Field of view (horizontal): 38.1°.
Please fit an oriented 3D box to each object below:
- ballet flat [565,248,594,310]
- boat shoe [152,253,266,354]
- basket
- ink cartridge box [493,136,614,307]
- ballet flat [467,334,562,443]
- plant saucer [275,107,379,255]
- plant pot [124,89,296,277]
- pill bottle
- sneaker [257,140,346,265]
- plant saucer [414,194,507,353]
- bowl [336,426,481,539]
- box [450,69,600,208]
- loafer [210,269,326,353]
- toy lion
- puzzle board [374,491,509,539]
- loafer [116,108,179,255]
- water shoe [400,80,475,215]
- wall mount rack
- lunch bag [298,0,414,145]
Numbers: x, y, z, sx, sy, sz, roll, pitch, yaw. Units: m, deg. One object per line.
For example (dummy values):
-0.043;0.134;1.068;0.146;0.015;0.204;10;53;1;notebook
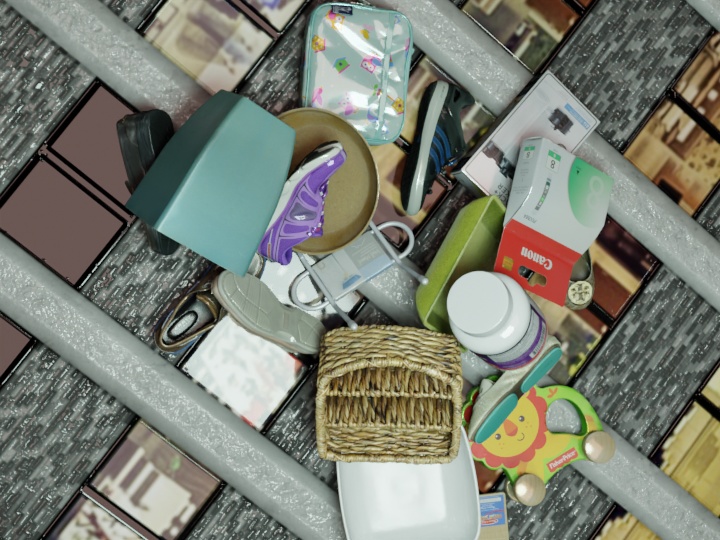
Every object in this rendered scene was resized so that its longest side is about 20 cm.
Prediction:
0.316;-0.040;1.560;0.067;0.046;0.202;-6;92;-12;ballet flat
-0.204;0.043;1.451;0.072;0.072;0.200;43;84;-9;boat shoe
0.040;0.168;1.414;0.198;0.143;0.150;3;57;3;basket
0.274;-0.066;1.472;0.160;0.050;0.201;22;75;-36;ink cartridge box
0.212;0.166;1.517;0.200;0.068;0.062;-44;57;-14;ballet flat
-0.062;-0.123;1.432;0.199;0.035;0.202;5;103;20;plant saucer
-0.180;-0.123;1.359;0.141;0.141;0.201;31;89;-32;plant pot
0.183;0.066;1.417;0.111;0.200;0.112;-6;73;20;pill bottle
-0.071;-0.089;1.395;0.083;0.081;0.200;35;121;-5;sneaker
0.150;0.002;1.482;0.048;0.200;0.201;28;86;28;plant saucer
0.065;0.314;1.498;0.198;0.075;0.202;-8;83;-7;bowl
0.242;-0.180;1.535;0.117;0.060;0.200;43;84;-9;box
-0.134;0.067;1.435;0.200;0.063;0.072;34;50;-35;loafer
0.251;0.235;1.554;0.199;0.069;0.193;-28;89;-9;toy lion
0.124;0.414;1.550;0.198;0.017;0.152;-6;92;-8;puzzle board
-0.290;-0.120;1.443;0.072;0.073;0.202;1;100;28;loafer
0.115;-0.172;1.506;0.078;0.071;0.202;14;90;-13;water shoe
0.000;0.000;1.459;0.199;0.075;0.174;-33;63;-8;wall mount rack
-0.005;-0.279;1.476;0.159;0.077;0.202;5;93;-10;lunch bag
